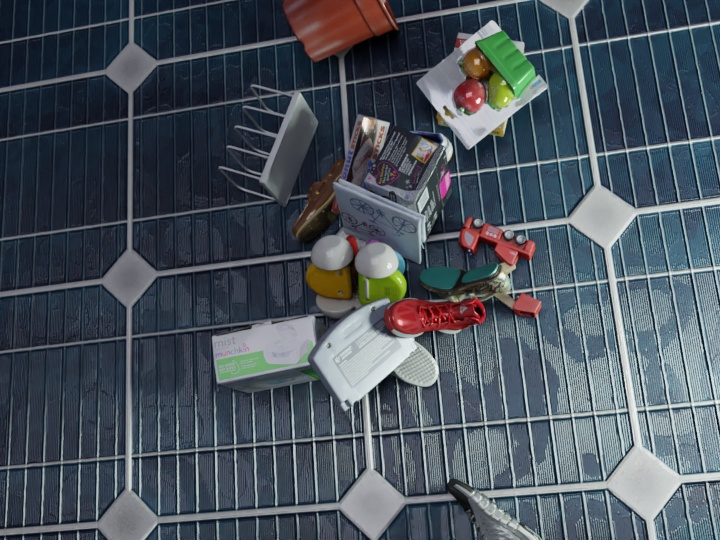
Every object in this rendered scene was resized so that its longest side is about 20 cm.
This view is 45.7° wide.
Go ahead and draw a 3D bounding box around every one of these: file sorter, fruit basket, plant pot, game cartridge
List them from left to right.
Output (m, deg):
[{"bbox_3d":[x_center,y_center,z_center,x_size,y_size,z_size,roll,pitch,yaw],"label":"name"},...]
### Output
[{"bbox_3d":[-0.193,-0.261,1.775,0.123,0.139,0.202,16,79,18],"label":"file sorter"},{"bbox_3d":[-0.049,-0.553,1.805,0.194,0.201,0.202,-26,71,13],"label":"plant pot"},{"bbox_3d":[0.002,0.143,1.550,0.199,0.041,0.134,-37,93,-30],"label":"game cartridge"},{"bbox_3d":[0.242,-0.370,1.709,0.200,0.094,0.186,-40,73,12],"label":"fruit basket"}]

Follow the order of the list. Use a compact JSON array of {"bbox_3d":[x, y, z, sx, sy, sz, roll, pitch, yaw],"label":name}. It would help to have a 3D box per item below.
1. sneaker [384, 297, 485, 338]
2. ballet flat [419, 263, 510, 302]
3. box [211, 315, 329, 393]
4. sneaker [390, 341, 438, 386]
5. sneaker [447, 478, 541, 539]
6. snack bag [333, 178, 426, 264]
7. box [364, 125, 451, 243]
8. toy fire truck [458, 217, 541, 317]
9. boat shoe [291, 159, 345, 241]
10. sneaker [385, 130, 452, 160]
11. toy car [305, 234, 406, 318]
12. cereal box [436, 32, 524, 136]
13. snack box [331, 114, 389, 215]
[{"bbox_3d":[0.146,0.074,1.569,0.115,0.199,0.079,-26,72,50],"label":"sneaker"},{"bbox_3d":[0.201,0.031,1.635,0.199,0.076,0.068,-5,38,44],"label":"ballet flat"},{"bbox_3d":[-0.158,0.161,1.629,0.198,0.177,0.098,-12,75,8],"label":"box"},{"bbox_3d":[0.056,0.157,1.645,0.199,0.079,0.079,31,78,-8],"label":"sneaker"},{"bbox_3d":[0.216,0.470,1.522,0.199,0.075,0.116,34,86,17],"label":"sneaker"},{"bbox_3d":[0.042,-0.090,1.649,0.187,0.200,0.022,24,69,16],"label":"snack bag"},{"bbox_3d":[0.093,-0.161,1.649,0.114,0.200,0.133,25,76,18],"label":"box"},{"bbox_3d":[0.270,-0.007,1.653,0.198,0.049,0.142,22,82,17],"label":"toy fire truck"},{"bbox_3d":[-0.076,-0.146,1.756,0.067,0.072,0.200,35,78,23],"label":"boat shoe"},{"bbox_3d":[0.086,-0.256,1.740,0.198,0.088,0.076,-4,76,12],"label":"sneaker"},{"bbox_3d":[0.000,0.000,1.668,0.198,0.176,0.150,9,40,14],"label":"toy car"},{"bbox_3d":[0.248,-0.386,1.766,0.142,0.040,0.202,12,78,13],"label":"cereal box"},{"bbox_3d":[0.000,-0.207,1.715,0.024,0.071,0.202,29,108,45],"label":"snack box"}]
